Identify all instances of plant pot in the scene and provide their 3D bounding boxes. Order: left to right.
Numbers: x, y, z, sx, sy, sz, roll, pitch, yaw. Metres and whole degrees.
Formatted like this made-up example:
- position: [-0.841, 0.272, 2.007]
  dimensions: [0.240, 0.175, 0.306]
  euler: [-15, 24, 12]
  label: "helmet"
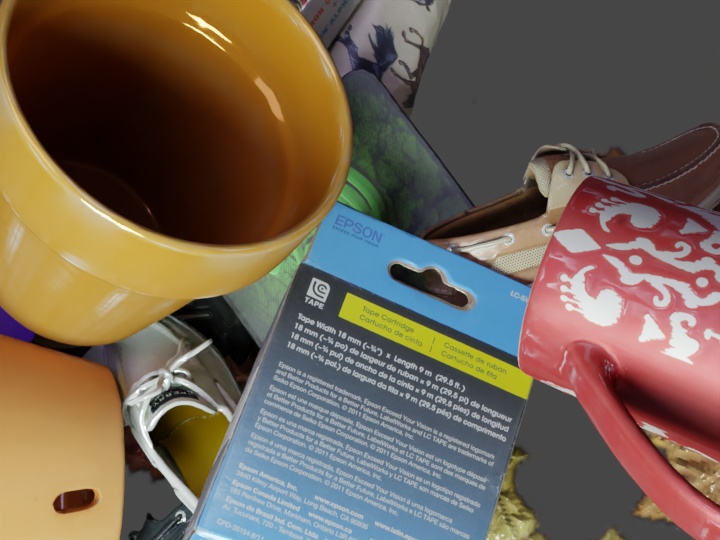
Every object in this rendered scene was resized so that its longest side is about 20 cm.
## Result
- position: [-0.217, 0.120, 0.868]
  dimensions: [0.200, 0.138, 0.203]
  euler: [-177, 90, -69]
  label: "plant pot"
- position: [-0.131, -0.053, 0.842]
  dimensions: [0.183, 0.198, 0.202]
  euler: [-46, 46, 48]
  label: "plant pot"

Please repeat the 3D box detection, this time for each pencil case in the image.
- position: [0.005, -0.135, 0.981]
  dimensions: [0.077, 0.089, 0.202]
  euler: [22, 78, -11]
  label: "pencil case"

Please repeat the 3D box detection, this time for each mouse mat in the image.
- position: [0.000, 0.000, 0.917]
  dimensions: [0.160, 0.008, 0.201]
  euler: [-39, 82, 8]
  label: "mouse mat"

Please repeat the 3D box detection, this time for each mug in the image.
- position: [0.181, 0.039, 0.732]
  dimensions: [0.198, 0.177, 0.135]
  euler: [22, 110, 18]
  label: "mug"

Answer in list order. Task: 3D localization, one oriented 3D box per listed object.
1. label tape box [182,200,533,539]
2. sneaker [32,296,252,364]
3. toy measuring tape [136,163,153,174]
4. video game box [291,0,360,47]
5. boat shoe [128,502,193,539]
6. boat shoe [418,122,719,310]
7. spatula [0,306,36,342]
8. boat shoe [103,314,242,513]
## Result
- position: [0.007, 0.083, 0.808]
  dimensions: [0.143, 0.063, 0.202]
  euler: [24, 62, -4]
  label: "label tape box"
- position: [-0.153, 0.061, 0.987]
  dimensions: [0.198, 0.066, 0.091]
  euler: [-27, 57, 12]
  label: "sneaker"
- position: [-0.216, -0.079, 0.991]
  dimensions: [0.199, 0.074, 0.074]
  euler: [27, 83, 28]
  label: "toy measuring tape"
- position: [-0.095, -0.191, 0.983]
  dimensions: [0.199, 0.047, 0.183]
  euler: [35, 92, 35]
  label: "video game box"
- position: [-0.105, 0.168, 0.913]
  dimensions: [0.199, 0.074, 0.066]
  euler: [-41, 54, 6]
  label: "boat shoe"
- position: [0.122, -0.035, 0.855]
  dimensions: [0.198, 0.072, 0.076]
  euler: [-30, 19, -4]
  label: "boat shoe"
- position: [-0.167, 0.009, 0.941]
  dimensions: [0.197, 0.021, 0.057]
  euler: [-12, 94, -14]
  label: "spatula"
- position: [-0.104, 0.083, 0.869]
  dimensions: [0.074, 0.086, 0.203]
  euler: [-30, 54, -5]
  label: "boat shoe"
